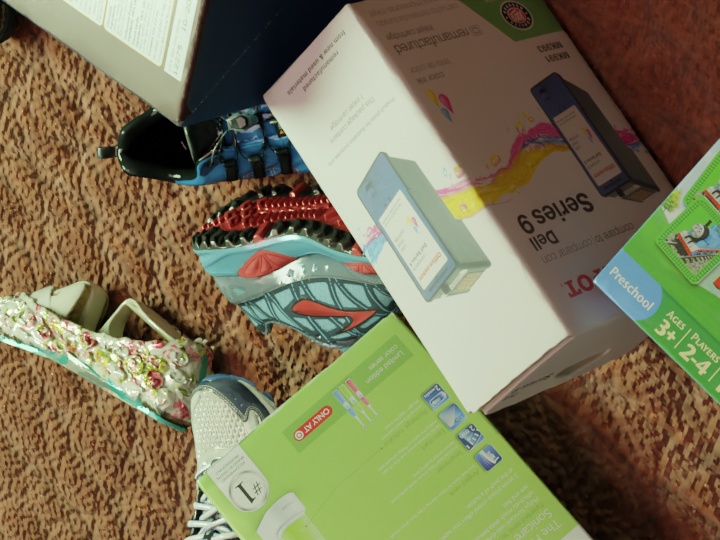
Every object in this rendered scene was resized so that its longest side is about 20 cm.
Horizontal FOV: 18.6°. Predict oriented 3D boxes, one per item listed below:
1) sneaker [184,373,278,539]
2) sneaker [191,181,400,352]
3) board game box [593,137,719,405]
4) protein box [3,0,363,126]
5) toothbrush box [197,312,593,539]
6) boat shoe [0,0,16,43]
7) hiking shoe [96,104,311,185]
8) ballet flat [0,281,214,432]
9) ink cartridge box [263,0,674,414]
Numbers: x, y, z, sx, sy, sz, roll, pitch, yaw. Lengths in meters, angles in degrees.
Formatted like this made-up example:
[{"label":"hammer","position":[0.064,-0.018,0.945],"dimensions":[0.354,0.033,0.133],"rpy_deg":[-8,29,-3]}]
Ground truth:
[{"label":"sneaker","position":[-0.068,0.161,1.294],"dimensions":[0.077,0.085,0.201],"rpy_deg":[-17,90,46]},{"label":"sneaker","position":[0.000,0.000,1.256],"dimensions":[0.200,0.079,0.096],"rpy_deg":[2,128,42]},{"label":"board game box","position":[0.223,-0.019,0.979],"dimensions":[0.200,0.037,0.151],"rpy_deg":[-49,62,9]},{"label":"protein box","position":[-0.080,-0.198,1.157],"dimensions":[0.200,0.198,0.135],"rpy_deg":[36,126,29]},{"label":"toothbrush box","position":[0.032,0.149,1.202],"dimensions":[0.146,0.086,0.200],"rpy_deg":[-41,70,-2]},{"label":"boat shoe","position":[-0.285,-0.235,1.428],"dimensions":[0.075,0.062,0.200],"rpy_deg":[-34,89,18]},{"label":"hiking shoe","position":[-0.057,-0.079,1.256],"dimensions":[0.200,0.087,0.075],"rpy_deg":[-13,95,45]},{"label":"ballet flat","position":[-0.168,0.044,1.432],"dimensions":[0.200,0.076,0.064],"rpy_deg":[22,88,32]},{"label":"ink cartridge box","position":[0.069,-0.044,1.108],"dimensions":[0.087,0.145,0.200],"rpy_deg":[-42,74,42]}]
